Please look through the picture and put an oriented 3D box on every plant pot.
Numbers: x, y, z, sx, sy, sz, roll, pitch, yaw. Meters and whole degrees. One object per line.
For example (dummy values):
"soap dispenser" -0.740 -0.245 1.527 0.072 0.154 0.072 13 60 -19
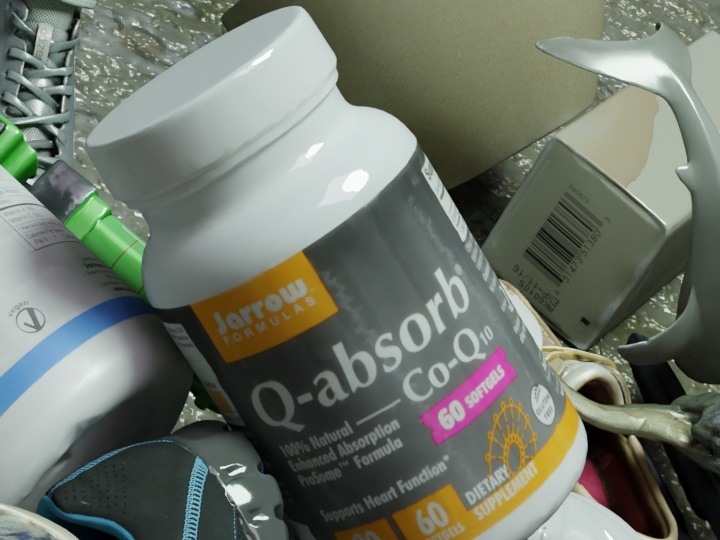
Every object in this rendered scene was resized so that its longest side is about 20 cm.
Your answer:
"plant pot" 0.047 -0.121 1.186 0.200 0.200 0.135 -34 94 -51

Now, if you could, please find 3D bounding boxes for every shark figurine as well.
"shark figurine" 0.144 -0.003 1.049 0.089 0.216 0.128 -27 38 -12

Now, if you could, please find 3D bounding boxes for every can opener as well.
"can opener" 0.151 0.110 1.090 0.063 0.079 0.201 -25 52 -5

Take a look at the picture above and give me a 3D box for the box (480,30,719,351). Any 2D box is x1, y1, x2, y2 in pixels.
"box" 0.155 -0.046 1.236 0.078 0.095 0.200 40 35 12

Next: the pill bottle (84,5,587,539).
"pill bottle" -0.010 0.013 0.856 0.201 0.116 0.117 58 33 -15

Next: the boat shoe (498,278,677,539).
"boat shoe" 0.096 0.071 1.074 0.073 0.069 0.201 4 44 -32

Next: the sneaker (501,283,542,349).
"sneaker" 0.000 0.000 1.035 0.080 0.077 0.200 17 10 -35

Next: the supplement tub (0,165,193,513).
"supplement tub" -0.174 0.015 0.893 0.200 0.132 0.132 41 37 14

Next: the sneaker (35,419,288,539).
"sneaker" -0.043 0.146 0.794 0.081 0.073 0.201 -12 56 -38

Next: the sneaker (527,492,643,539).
"sneaker" 0.039 0.109 0.974 0.199 0.071 0.080 29 8 5

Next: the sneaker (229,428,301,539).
"sneaker" -0.077 0.130 0.880 0.108 0.070 0.201 16 42 -24

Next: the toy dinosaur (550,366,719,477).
"toy dinosaur" 0.160 0.074 1.029 0.199 0.048 0.088 15 12 -34

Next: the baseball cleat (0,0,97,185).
"baseball cleat" -0.154 -0.087 1.047 0.069 0.107 0.201 15 41 -30

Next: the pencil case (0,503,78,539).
"pencil case" -0.130 0.156 0.701 0.089 0.201 0.078 10 37 -17

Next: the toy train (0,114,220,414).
"toy train" -0.114 -0.013 0.965 0.200 0.056 0.042 38 70 9
